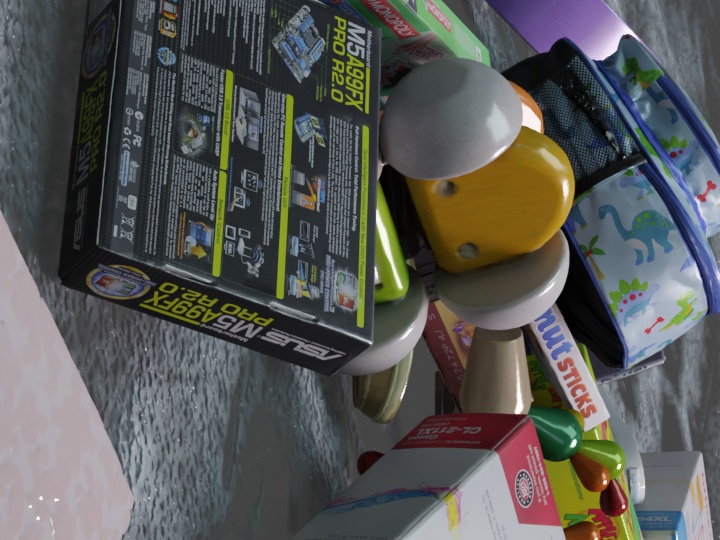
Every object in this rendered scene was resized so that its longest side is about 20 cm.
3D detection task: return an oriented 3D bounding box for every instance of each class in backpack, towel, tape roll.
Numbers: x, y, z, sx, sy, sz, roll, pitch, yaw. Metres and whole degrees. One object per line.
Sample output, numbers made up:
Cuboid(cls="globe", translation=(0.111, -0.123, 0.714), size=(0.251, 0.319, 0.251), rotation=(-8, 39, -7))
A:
Cuboid(cls="backpack", translation=(0.169, -0.048, 1.521), size=(0.201, 0.146, 0.183), rotation=(61, 0, 11))
Cuboid(cls="towel", translation=(-0.162, 0.095, 0.963), size=(0.200, 0.032, 0.192), rotation=(-75, 150, -51))
Cuboid(cls="tape roll", translation=(0.148, -0.210, 1.825), size=(0.200, 0.066, 0.200), rotation=(45, 7, -7))

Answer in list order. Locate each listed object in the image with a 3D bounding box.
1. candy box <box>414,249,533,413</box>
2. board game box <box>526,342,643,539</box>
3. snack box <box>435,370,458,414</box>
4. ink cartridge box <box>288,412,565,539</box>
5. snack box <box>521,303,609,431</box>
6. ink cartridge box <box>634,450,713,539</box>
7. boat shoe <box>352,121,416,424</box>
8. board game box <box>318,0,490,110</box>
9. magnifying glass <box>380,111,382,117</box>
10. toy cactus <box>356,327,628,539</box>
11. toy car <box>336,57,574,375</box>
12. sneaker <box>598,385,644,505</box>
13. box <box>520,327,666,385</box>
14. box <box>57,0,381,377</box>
Cuboid(cls="candy box", translation=(0.063, -0.006, 1.578), size=(0.201, 0.056, 0.117), rotation=(-98, 167, -49))
Cuboid(cls="board game box", translation=(0.165, 0.164, 1.637), size=(0.102, 0.047, 0.201), rotation=(-89, 163, -56))
Cuboid(cls="snack box", translation=(0.080, 0.150, 1.581), size=(0.024, 0.072, 0.201), rotation=(18, 57, -28))
Cuboid(cls="ink cartridge box", translation=(0.036, 0.192, 1.330), size=(0.200, 0.082, 0.147), rotation=(-36, 117, -47))
Cuboid(cls="snack box", translation=(0.110, 0.016, 1.504), size=(0.200, 0.024, 0.072), rotation=(61, -1, -38))
Cuboid(cls="ink cartridge box", translation=(0.213, 0.230, 1.847), size=(0.200, 0.124, 0.129), rotation=(-48, 132, -67))
Cuboid(cls="boat shoe", translation=(0.001, -0.001, 1.468), size=(0.073, 0.063, 0.202), rotation=(130, -37, -71))
Cuboid(cls="board game box", translation=(-0.015, -0.136, 1.357), size=(0.200, 0.134, 0.029), rotation=(34, 49, -66))
Cuboid(cls="magnifying glass", translation=(0.011, -0.189, 1.618), size=(0.080, 0.022, 0.201), rotation=(78, 12, -74))
Cuboid(cls="toy cactus", translation=(0.085, 0.110, 1.471), size=(0.102, 0.199, 0.166), rotation=(-123, -148, -62))
Cuboid(cls="toy car", translation=(0.021, -0.050, 1.348), size=(0.150, 0.199, 0.176), rotation=(-105, 175, -49))
Cuboid(cls="sneaker", translation=(0.158, 0.128, 1.833), size=(0.200, 0.081, 0.074), rotation=(-126, -148, -67))
Cuboid(cls="box", translation=(0.149, -0.024, 1.762), size=(0.148, 0.104, 0.201), rotation=(-118, -167, -76))
Cuboid(cls="box", translation=(-0.067, -0.062, 1.176), size=(0.160, 0.044, 0.201), rotation=(20, 55, -28))
